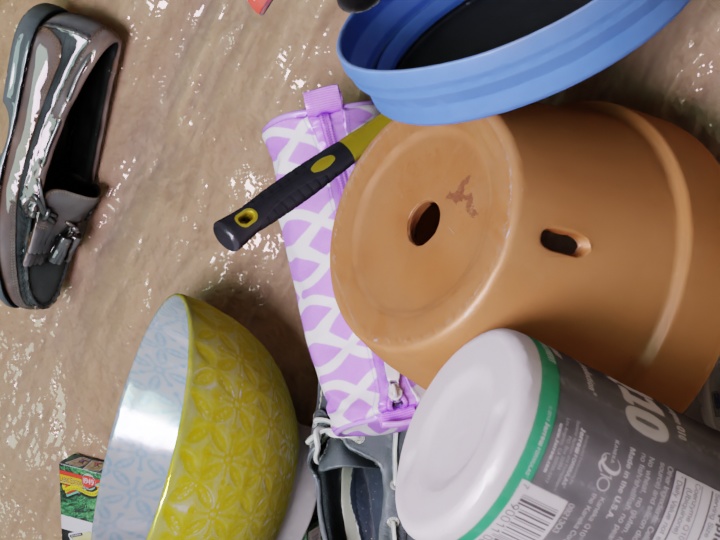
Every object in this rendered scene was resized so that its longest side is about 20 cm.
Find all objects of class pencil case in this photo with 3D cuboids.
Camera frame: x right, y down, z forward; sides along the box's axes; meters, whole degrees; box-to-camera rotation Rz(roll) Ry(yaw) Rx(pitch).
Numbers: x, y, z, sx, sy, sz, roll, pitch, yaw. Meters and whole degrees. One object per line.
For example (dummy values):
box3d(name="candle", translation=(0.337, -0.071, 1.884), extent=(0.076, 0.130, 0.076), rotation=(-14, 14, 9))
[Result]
box3d(name="pencil case", translation=(0.000, 0.000, 1.468), extent=(0.084, 0.085, 0.200), rotation=(-16, 83, 7))

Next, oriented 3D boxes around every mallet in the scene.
box3d(name="mallet", translation=(-0.010, -0.075, 1.408), extent=(0.066, 0.200, 0.041), rotation=(52, 148, 16))

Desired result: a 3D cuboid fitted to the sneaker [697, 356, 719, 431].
box3d(name="sneaker", translation=(0.245, 0.127, 1.344), extent=(0.082, 0.075, 0.200), rotation=(-10, 113, 55))

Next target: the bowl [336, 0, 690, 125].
box3d(name="bowl", translation=(0.086, -0.140, 1.321), extent=(0.200, 0.201, 0.039), rotation=(-9, 120, 36))

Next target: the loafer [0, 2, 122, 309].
box3d(name="loafer", translation=(-0.189, -0.064, 1.611), extent=(0.063, 0.072, 0.200), rotation=(16, 111, 23))

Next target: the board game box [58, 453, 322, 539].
box3d(name="board game box", translation=(-0.111, 0.189, 1.666), extent=(0.200, 0.023, 0.105), rotation=(11, 108, 32))

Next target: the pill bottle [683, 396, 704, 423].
box3d(name="pill bottle", translation=(0.126, 0.149, 1.433), extent=(0.113, 0.113, 0.200), rotation=(43, 124, 16))

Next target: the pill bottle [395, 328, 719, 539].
box3d(name="pill bottle", translation=(0.127, 0.117, 1.265), extent=(0.200, 0.113, 0.113), rotation=(27, 128, -22))

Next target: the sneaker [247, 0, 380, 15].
box3d(name="sneaker", translation=(0.015, -0.184, 1.357), extent=(0.085, 0.200, 0.075), rotation=(68, 160, 12))

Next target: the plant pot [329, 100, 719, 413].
box3d(name="plant pot", translation=(0.078, -0.007, 1.346), extent=(0.200, 0.140, 0.200), rotation=(-23, 58, 42))

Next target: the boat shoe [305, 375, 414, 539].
box3d(name="boat shoe", translation=(0.003, 0.107, 1.513), extent=(0.073, 0.062, 0.200), rotation=(-15, 79, 38))

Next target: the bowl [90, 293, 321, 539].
box3d(name="bowl", translation=(-0.085, 0.123, 1.557), extent=(0.108, 0.200, 0.200), rotation=(15, 121, -15))
